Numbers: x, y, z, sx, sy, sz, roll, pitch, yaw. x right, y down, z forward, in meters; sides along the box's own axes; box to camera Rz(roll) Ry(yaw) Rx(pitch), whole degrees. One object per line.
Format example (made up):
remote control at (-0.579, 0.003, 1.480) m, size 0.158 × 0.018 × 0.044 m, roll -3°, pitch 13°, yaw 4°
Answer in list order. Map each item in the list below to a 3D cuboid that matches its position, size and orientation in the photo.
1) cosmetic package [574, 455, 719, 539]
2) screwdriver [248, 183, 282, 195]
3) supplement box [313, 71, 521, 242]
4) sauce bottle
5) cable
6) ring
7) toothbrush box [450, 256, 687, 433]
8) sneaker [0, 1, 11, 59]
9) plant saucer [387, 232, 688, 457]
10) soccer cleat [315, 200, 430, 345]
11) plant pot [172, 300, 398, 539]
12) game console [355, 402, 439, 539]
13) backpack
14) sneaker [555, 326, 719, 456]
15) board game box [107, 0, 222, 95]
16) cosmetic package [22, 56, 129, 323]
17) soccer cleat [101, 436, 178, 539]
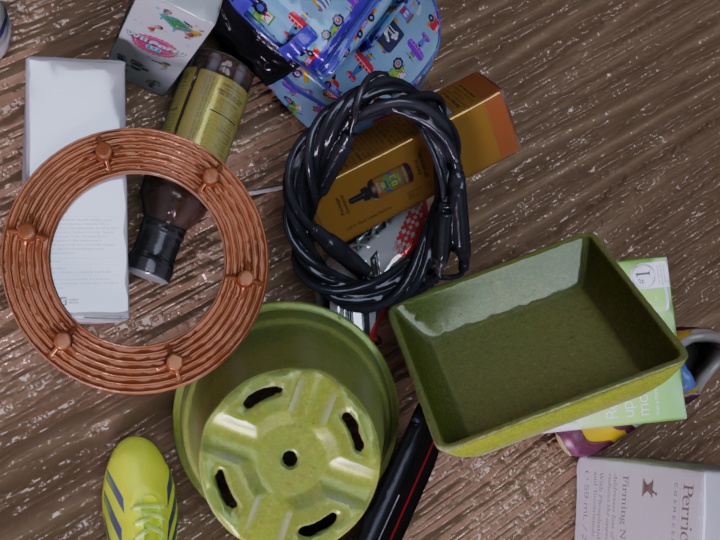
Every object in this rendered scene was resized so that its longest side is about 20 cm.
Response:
cosmetic package at (0.318, 0.266, 0.942) m, size 0.164 × 0.200 × 0.170 m, roll 8°, pitch 81°, yaw -19°
screwdriver at (-0.013, -0.086, 0.945) m, size 0.198 × 0.028 × 0.029 m, roll -17°, pitch 62°, yaw -23°
supplement box at (0.040, -0.100, 0.909) m, size 0.198 × 0.069 × 0.067 m, roll -28°, pitch 123°, yaw -6°
sauce bottle at (-0.152, -0.089, 0.874) m, size 0.064 × 0.065 × 0.203 m, roll 23°, pitch 78°, yaw -17°
cable at (0.011, -0.067, 0.855) m, size 0.161 × 0.051 × 0.203 m, roll -10°, pitch 112°, yaw -3°
ring at (-0.165, -0.010, 0.755) m, size 0.197 × 0.019 × 0.204 m, roll 2°, pitch 80°, yaw -14°
toothbrush box at (0.186, 0.072, 0.937) m, size 0.197 × 0.086 × 0.148 m, roll -5°, pitch 85°, yaw 3°
sneaker at (-0.368, -0.167, 0.787) m, size 0.199 × 0.088 × 0.076 m, roll -36°, pitch 99°, yaw -19°
plant saucer at (0.137, 0.066, 0.827) m, size 0.197 × 0.200 × 0.048 m, roll -20°, pitch 122°, yaw 0°
soccer cleat at (0.000, 0.000, 0.922) m, size 0.085 × 0.068 × 0.202 m, roll 28°, pitch 80°, yaw -20°
plant pot at (-0.056, 0.131, 0.795) m, size 0.197 × 0.184 × 0.204 m, roll 0°, pitch 93°, yaw -5°
game console at (0.015, 0.217, 0.851) m, size 0.031 × 0.177 × 0.202 m, roll 22°, pitch 74°, yaw 14°
backpack at (-0.015, -0.222, 0.905) m, size 0.200 × 0.134 × 0.183 m, roll 44°, pitch 72°, yaw -14°
sneaker at (0.279, 0.114, 1.002) m, size 0.199 × 0.090 × 0.075 m, roll -35°, pitch 97°, yaw -21°
board game box at (-0.144, -0.243, 0.820) m, size 0.064 × 0.200 × 0.150 m, roll 20°, pitch 77°, yaw -19°
cosmetic package at (-0.231, -0.059, 0.816) m, size 0.080 × 0.113 × 0.203 m, roll 1°, pitch 86°, yaw -19°
soccer cleat at (-0.175, 0.238, 0.818) m, size 0.064 × 0.084 × 0.203 m, roll 2°, pitch 83°, yaw -20°
